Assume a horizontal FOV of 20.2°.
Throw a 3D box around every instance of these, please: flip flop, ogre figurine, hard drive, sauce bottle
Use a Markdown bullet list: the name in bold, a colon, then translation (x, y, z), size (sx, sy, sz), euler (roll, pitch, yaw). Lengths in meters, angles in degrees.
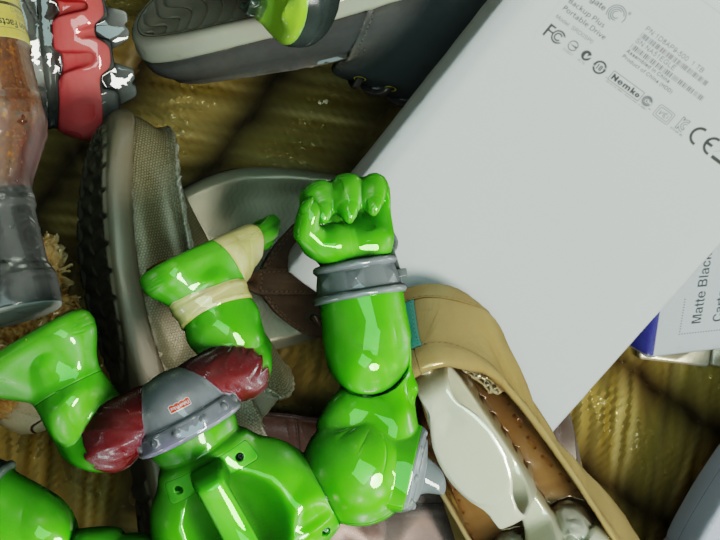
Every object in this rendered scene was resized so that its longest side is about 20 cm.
- **flip flop**: translation (0.000, 0.000, 0.847), size (0.200, 0.058, 0.081), euler (5, 91, -7)
- **ogre figurine**: translation (-0.061, 0.060, 0.712), size (0.200, 0.098, 0.120), euler (-27, 86, -21)
- **hard drive**: translation (0.083, -0.042, 0.785), size (0.132, 0.027, 0.200), euler (34, 110, -16)
- **sauce bottle**: translation (-0.153, -0.078, 0.738), size (0.066, 0.066, 0.200), euler (-12, 82, -8)

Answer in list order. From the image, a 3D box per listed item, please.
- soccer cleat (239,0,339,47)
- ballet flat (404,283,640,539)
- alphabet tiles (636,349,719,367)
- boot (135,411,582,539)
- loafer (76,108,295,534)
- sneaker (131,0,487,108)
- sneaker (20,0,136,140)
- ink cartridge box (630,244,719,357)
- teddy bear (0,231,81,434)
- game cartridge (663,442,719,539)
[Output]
- **soccer cleat**: translation (-0.016, -0.161, 0.788), size (0.081, 0.200, 0.068), euler (5, 136, -17)
- **ballet flat**: translation (0.061, 0.097, 0.800), size (0.069, 0.063, 0.200), euler (-29, 113, 13)
- **alphabet tiles**: translation (0.184, -0.054, 0.901), size (0.166, 0.006, 0.200), euler (7, 91, -10)
- **boot**: translation (0.009, 0.142, 0.858), size (0.200, 0.064, 0.187), euler (-3, 94, -14)
- **loafer**: translation (-0.065, 0.033, 0.796), size (0.067, 0.076, 0.200), euler (-11, 95, -17)
- **sneaker**: translation (0.013, -0.086, 0.829), size (0.200, 0.075, 0.106), euler (-14, 125, -1)
- **sneaker**: translation (-0.152, -0.147, 0.811), size (0.098, 0.071, 0.201), euler (-9, 95, -11)
- **ink cartridge box**: translation (0.162, -0.062, 0.825), size (0.200, 0.041, 0.200), euler (-6, 116, -17)
- **teddy bear**: translation (-0.177, 0.063, 0.764), size (0.067, 0.200, 0.145), euler (26, 116, 31)
- **game cartridge**: translation (0.215, 0.103, 0.868), size (0.133, 0.041, 0.200), euler (34, 98, -21)
